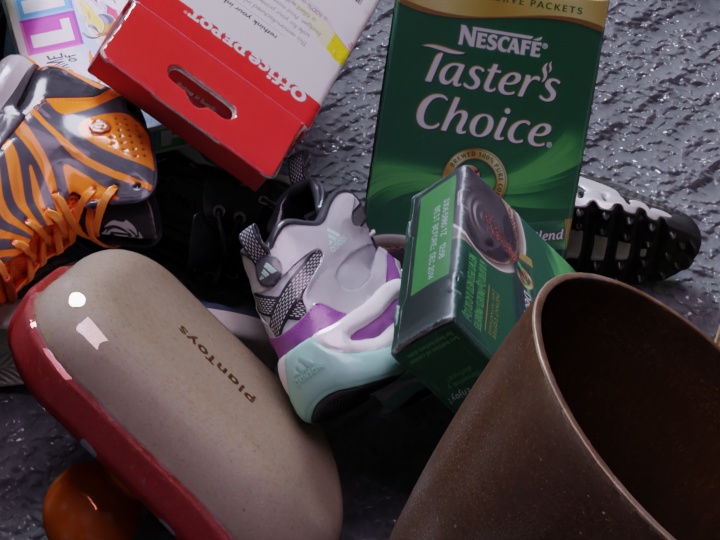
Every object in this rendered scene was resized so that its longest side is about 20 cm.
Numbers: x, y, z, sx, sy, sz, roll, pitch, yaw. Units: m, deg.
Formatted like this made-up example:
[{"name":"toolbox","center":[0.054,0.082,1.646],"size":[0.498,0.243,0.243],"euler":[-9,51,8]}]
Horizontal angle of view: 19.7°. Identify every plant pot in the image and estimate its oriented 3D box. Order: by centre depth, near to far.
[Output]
[{"name":"plant pot","center":[0.087,0.137,0.944],"size":[0.186,0.200,0.188],"euler":[32,29,-20]}]

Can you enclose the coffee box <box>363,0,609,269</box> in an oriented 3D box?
[{"name":"coffee box","center":[0.065,-0.068,1.176],"size":[0.122,0.202,0.044],"euler":[10,14,1]}]

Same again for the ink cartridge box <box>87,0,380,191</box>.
[{"name":"ink cartridge box","center":[-0.067,-0.129,1.128],"size":[0.116,0.067,0.201],"euler":[35,48,-9]}]

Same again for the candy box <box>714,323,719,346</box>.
[{"name":"candy box","center":[0.228,0.021,1.106],"size":[0.055,0.201,0.116],"euler":[13,43,3]}]

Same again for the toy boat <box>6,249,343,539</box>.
[{"name":"toy boat","center":[-0.106,0.097,1.029],"size":[0.200,0.131,0.131],"euler":[45,19,-1]}]

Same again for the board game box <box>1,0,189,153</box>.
[{"name":"board game box","center":[-0.141,-0.161,1.205],"size":[0.133,0.034,0.202],"euler":[-14,68,-11]}]

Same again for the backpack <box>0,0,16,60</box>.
[{"name":"backpack","center":[-0.131,-0.173,1.303],"size":[0.198,0.154,0.164],"euler":[24,43,-6]}]

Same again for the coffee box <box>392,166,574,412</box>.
[{"name":"coffee box","center":[0.099,0.052,1.070],"size":[0.200,0.044,0.124],"euler":[44,33,-26]}]

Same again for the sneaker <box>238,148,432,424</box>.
[{"name":"sneaker","center":[0.000,0.000,1.099],"size":[0.141,0.077,0.200],"euler":[63,20,11]}]

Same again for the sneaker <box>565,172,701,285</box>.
[{"name":"sneaker","center":[0.108,-0.047,1.254],"size":[0.198,0.067,0.091],"euler":[8,45,1]}]

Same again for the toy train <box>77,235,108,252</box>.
[{"name":"toy train","center":[-0.239,-0.024,1.191],"size":[0.198,0.034,0.046],"euler":[12,53,2]}]

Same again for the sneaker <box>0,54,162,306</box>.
[{"name":"sneaker","center":[-0.165,-0.021,1.073],"size":[0.111,0.078,0.201],"euler":[17,61,5]}]

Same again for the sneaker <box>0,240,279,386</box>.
[{"name":"sneaker","center":[-0.141,0.017,1.133],"size":[0.198,0.075,0.085],"euler":[6,47,-4]}]

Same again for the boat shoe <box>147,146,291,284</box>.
[{"name":"boat shoe","center":[-0.086,-0.026,1.184],"size":[0.198,0.075,0.066],"euler":[30,37,24]}]
